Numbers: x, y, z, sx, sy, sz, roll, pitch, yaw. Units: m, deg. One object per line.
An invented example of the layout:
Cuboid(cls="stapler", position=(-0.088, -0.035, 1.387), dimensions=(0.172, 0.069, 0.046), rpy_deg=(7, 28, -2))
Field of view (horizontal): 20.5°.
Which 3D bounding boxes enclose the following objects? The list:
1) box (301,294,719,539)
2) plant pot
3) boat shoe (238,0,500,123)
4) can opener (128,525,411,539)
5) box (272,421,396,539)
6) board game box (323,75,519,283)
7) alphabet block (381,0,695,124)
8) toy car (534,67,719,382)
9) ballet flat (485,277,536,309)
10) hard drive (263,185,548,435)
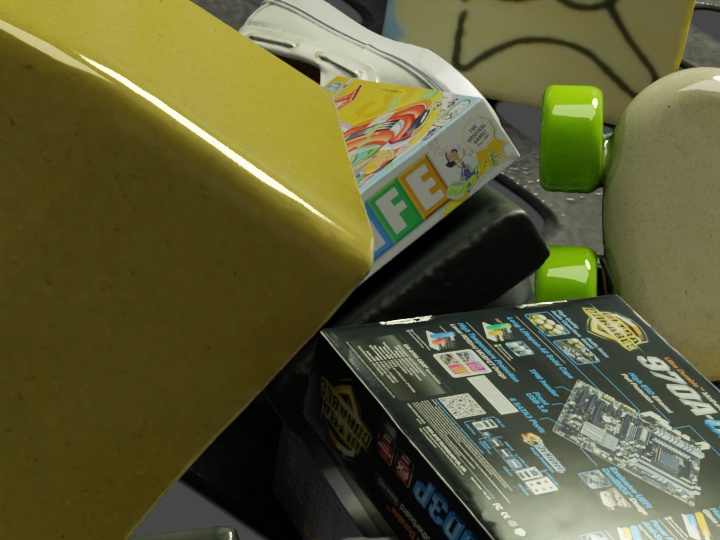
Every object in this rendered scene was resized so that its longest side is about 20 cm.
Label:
Cuboid(cls="box", position=(0.090, 0.085, 0.798), dimensions=(0.158, 0.046, 0.200), rpy_deg=(-6, 34, -31))
Cuboid(cls="plant pot", position=(-0.139, -0.028, 0.765), dimensions=(0.200, 0.196, 0.194), rpy_deg=(37, 14, -19))
Cuboid(cls="boat shoe", position=(-0.003, -0.113, 1.261), dimensions=(0.199, 0.071, 0.070), rpy_deg=(33, 66, 27))
Cuboid(cls="can opener", position=(-0.061, 0.141, 0.807), dimensions=(0.198, 0.053, 0.067), rpy_deg=(-8, 61, 6))
Cuboid(cls="box", position=(0.070, 0.130, 0.898), dimensions=(0.157, 0.049, 0.200), rpy_deg=(-8, 36, -25))
Cuboid(cls="board game box", position=(-0.021, -0.036, 0.956), dimensions=(0.134, 0.034, 0.200), rpy_deg=(-39, 18, -11))
Cuboid(cls="alphabet block", position=(0.132, -0.233, 1.358), dimensions=(0.198, 0.196, 0.197), rpy_deg=(12, 33, 3))
Cuboid(cls="toy car", position=(0.178, -0.018, 1.074), dimensions=(0.163, 0.159, 0.200), rpy_deg=(2, -4, 6))
Cuboid(cls="ballet flat", position=(0.040, 0.023, 1.031), dimensions=(0.073, 0.074, 0.200), rpy_deg=(-4, 6, -21))
Cuboid(cls="hard drive", position=(0.000, 0.000, 0.961), dimensions=(0.139, 0.033, 0.200), rpy_deg=(-36, 18, -2))
